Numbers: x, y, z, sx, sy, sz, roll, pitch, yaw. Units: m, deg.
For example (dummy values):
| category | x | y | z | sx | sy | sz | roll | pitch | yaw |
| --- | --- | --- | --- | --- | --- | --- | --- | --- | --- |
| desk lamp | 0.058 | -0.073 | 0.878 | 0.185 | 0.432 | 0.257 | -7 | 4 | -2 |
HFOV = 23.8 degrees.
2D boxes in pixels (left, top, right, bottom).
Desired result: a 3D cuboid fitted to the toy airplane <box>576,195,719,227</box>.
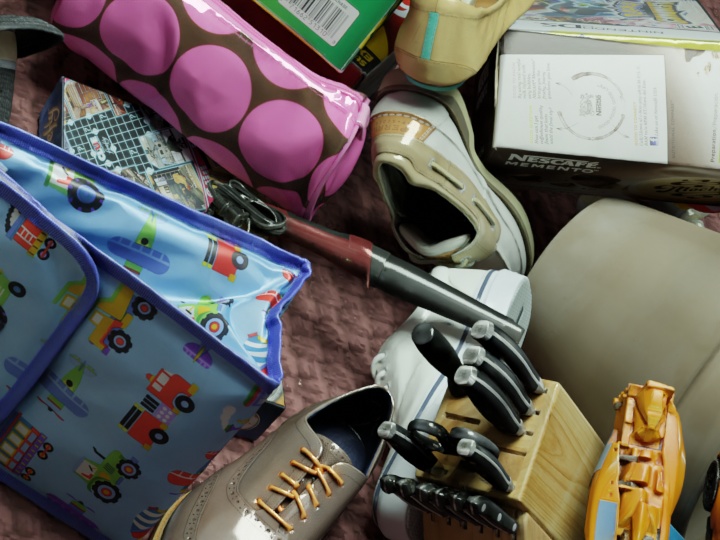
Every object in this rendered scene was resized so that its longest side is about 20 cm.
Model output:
| category | x | y | z | sx | sy | sz | roll | pitch | yaw |
| --- | --- | --- | --- | --- | --- | --- | --- | --- | --- |
| toy airplane | 0.192 | -0.093 | 1.267 | 0.199 | 0.142 | 0.199 | 26 | 1 | -2 |

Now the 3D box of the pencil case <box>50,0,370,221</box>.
| category | x | y | z | sx | sy | sz | roll | pitch | yaw |
| --- | --- | --- | --- | --- | --- | --- | --- | --- | --- |
| pencil case | -0.083 | -0.120 | 0.995 | 0.200 | 0.094 | 0.091 | 36 | 30 | -2 |

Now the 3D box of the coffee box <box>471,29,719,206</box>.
| category | x | y | z | sx | sy | sz | roll | pitch | yaw |
| --- | --- | --- | --- | --- | --- | --- | --- | --- | --- |
| coffee box | 0.176 | -0.095 | 1.110 | 0.199 | 0.113 | 0.080 | 5 | 81 | -4 |

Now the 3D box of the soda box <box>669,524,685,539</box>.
| category | x | y | z | sx | sy | sz | roll | pitch | yaw |
| --- | --- | --- | --- | --- | --- | --- | --- | --- | --- |
| soda box | 0.198 | 0.233 | 0.964 | 0.200 | 0.068 | 0.064 | 48 | 38 | 9 |

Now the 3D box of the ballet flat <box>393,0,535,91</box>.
| category | x | y | z | sx | sy | sz | roll | pitch | yaw |
| --- | --- | --- | --- | --- | --- | --- | --- | --- | --- |
| ballet flat | 0.071 | -0.175 | 1.036 | 0.068 | 0.063 | 0.200 | 11 | 33 | 9 |

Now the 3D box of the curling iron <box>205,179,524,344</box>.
| category | x | y | z | sx | sy | sz | roll | pitch | yaw |
| --- | --- | --- | --- | --- | --- | --- | --- | --- | --- |
| curling iron | 0.000 | 0.000 | 0.973 | 0.199 | 0.026 | 0.050 | 25 | 28 | -4 |

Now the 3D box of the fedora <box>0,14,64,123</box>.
| category | x | y | z | sx | sy | sz | roll | pitch | yaw |
| --- | --- | --- | --- | --- | --- | --- | --- | --- | --- |
| fedora | -0.235 | -0.071 | 0.844 | 0.200 | 0.200 | 0.092 | -12 | 96 | -48 |

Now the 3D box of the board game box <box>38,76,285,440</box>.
| category | x | y | z | sx | sy | sz | roll | pitch | yaw |
| --- | --- | --- | --- | --- | --- | --- | --- | --- | --- |
| board game box | -0.114 | -0.010 | 0.959 | 0.135 | 0.035 | 0.200 | 20 | 41 | -27 |

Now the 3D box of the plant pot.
| category | x | y | z | sx | sy | sz | roll | pitch | yaw |
| --- | --- | --- | --- | --- | --- | --- | --- | --- | --- |
| plant pot | 0.196 | 0.048 | 1.079 | 0.173 | 0.200 | 0.200 | 38 | 32 | 25 |

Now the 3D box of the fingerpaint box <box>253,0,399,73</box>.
| category | x | y | z | sx | sy | sz | roll | pitch | yaw |
| --- | --- | --- | --- | --- | --- | --- | --- | --- | --- |
| fingerpaint box | -0.052 | -0.226 | 1.036 | 0.200 | 0.073 | 0.167 | 39 | 21 | -3 |

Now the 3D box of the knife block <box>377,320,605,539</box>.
| category | x | y | z | sx | sy | sz | roll | pitch | yaw |
| --- | --- | --- | --- | --- | --- | --- | --- | --- | --- |
| knife block | 0.082 | 0.086 | 0.924 | 0.064 | 0.176 | 0.200 | 11 | 24 | 29 |

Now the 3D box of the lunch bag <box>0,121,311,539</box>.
| category | x | y | z | sx | sy | sz | roll | pitch | yaw |
| --- | --- | --- | --- | --- | --- | --- | --- | --- | --- |
| lunch bag | -0.150 | 0.019 | 0.795 | 0.200 | 0.151 | 0.094 | 31 | 37 | -14 |

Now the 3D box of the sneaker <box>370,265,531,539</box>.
| category | x | y | z | sx | sy | sz | roll | pitch | yaw |
| --- | --- | --- | --- | --- | --- | --- | --- | --- | --- |
| sneaker | 0.039 | 0.075 | 0.994 | 0.071 | 0.073 | 0.200 | 8 | 43 | 22 |

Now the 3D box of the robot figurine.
| category | x | y | z | sx | sy | sz | roll | pitch | yaw |
| --- | --- | --- | --- | --- | --- | --- | --- | --- | --- |
| robot figurine | 0.172 | 0.165 | 0.904 | 0.144 | 0.058 | 0.201 | 11 | 70 | -1 |

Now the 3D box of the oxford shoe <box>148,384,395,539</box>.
| category | x | y | z | sx | sy | sz | roll | pitch | yaw |
| --- | --- | --- | --- | --- | --- | --- | --- | --- | --- |
| oxford shoe | -0.044 | 0.115 | 0.859 | 0.071 | 0.073 | 0.200 | 42 | 36 | 1 |

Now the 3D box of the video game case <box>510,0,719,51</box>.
| category | x | y | z | sx | sy | sz | roll | pitch | yaw |
| --- | --- | --- | --- | --- | --- | --- | --- | --- | --- |
| video game case | 0.166 | -0.179 | 1.249 | 0.180 | 0.026 | 0.200 | 4 | 18 | 3 |

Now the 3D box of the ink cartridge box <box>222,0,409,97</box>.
| category | x | y | z | sx | sy | sz | roll | pitch | yaw |
| --- | --- | --- | --- | --- | --- | --- | --- | --- | --- |
| ink cartridge box | -0.073 | -0.184 | 1.139 | 0.200 | 0.084 | 0.176 | 42 | 36 | 0 |

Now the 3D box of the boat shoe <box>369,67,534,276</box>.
| category | x | y | z | sx | sy | sz | roll | pitch | yaw |
| --- | --- | --- | --- | --- | --- | --- | --- | --- | --- |
| boat shoe | 0.051 | -0.036 | 1.065 | 0.200 | 0.074 | 0.069 | 55 | 45 | -45 |
